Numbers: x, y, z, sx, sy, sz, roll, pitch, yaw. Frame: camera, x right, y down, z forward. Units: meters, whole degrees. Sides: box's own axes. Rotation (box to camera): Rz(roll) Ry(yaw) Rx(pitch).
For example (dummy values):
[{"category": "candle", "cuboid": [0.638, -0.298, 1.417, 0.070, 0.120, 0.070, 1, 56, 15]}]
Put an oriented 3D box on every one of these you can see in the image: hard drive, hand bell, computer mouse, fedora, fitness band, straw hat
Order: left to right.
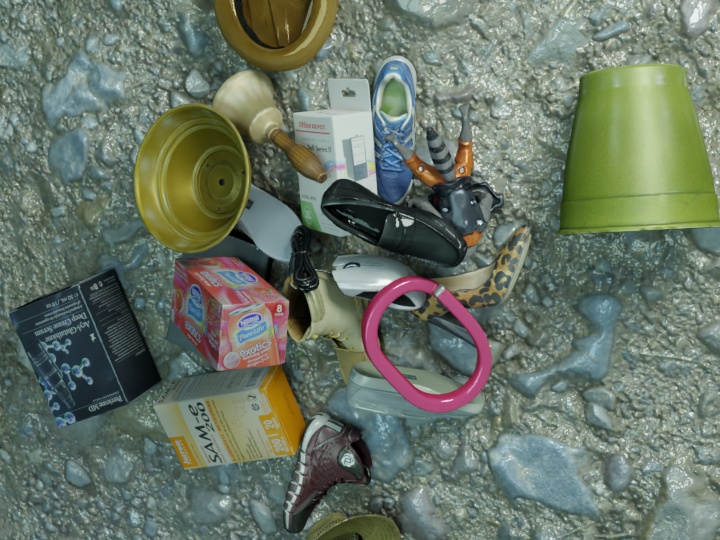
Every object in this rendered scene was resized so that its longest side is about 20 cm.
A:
[{"category": "hard drive", "cuboid": [-0.213, 0.035, 1.623, 0.138, 0.033, 0.203, 20, 109, 15]}, {"category": "hand bell", "cuboid": [-0.109, -0.177, 1.450, 0.200, 0.103, 0.105, 45, 117, 33]}, {"category": "fedora", "cuboid": [-0.105, -0.372, 1.453, 0.197, 0.082, 0.204, 3, 99, 20]}, {"category": "straw hat", "cuboid": [-0.041, 0.422, 1.624, 0.085, 0.199, 0.203, 48, 122, 48]}, {"category": "computer mouse", "cuboid": [0.000, 0.000, 1.442, 0.197, 0.111, 0.044, 13, 129, -11]}, {"category": "fitness band", "cuboid": [0.090, 0.101, 1.431, 0.143, 0.037, 0.200, -43, 109, 1]}]

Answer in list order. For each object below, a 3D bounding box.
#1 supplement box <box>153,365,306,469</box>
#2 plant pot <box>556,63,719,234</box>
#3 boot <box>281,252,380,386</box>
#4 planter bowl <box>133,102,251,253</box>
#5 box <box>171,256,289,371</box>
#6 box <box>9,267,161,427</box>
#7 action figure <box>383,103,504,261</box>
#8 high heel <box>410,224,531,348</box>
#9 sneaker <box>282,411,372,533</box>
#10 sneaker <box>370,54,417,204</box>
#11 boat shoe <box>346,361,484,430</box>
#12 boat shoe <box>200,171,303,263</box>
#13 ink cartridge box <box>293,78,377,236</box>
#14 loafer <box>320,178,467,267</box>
[{"category": "supplement box", "cuboid": [-0.197, 0.223, 1.627, 0.197, 0.074, 0.128, -12, 116, 22]}, {"category": "plant pot", "cuboid": [0.336, -0.145, 1.304, 0.197, 0.200, 0.197, -2, 91, 20]}, {"category": "boot", "cuboid": [-0.042, 0.089, 1.502, 0.072, 0.155, 0.204, 2, 103, 34]}, {"category": "planter bowl", "cuboid": [-0.213, -0.125, 1.482, 0.198, 0.083, 0.204, 0, 91, 30]}, {"category": "box", "cuboid": [-0.184, 0.055, 1.488, 0.200, 0.101, 0.096, 35, 122, 56]}, {"category": "box", "cuboid": [-0.432, 0.121, 1.685, 0.147, 0.107, 0.203, -20, 97, 23]}, {"category": "action figure", "cuboid": [0.094, -0.094, 1.399, 0.197, 0.105, 0.196, -23, 105, -4]}, {"category": "high heel", "cuboid": [0.141, -0.001, 1.462, 0.141, 0.071, 0.202, 29, 118, 8]}, {"category": "sneaker", "cuboid": [-0.045, 0.322, 1.613, 0.114, 0.076, 0.203, 18, 108, 12]}, {"category": "sneaker", "cuboid": [0.039, -0.185, 1.446, 0.074, 0.077, 0.204, 1, 106, 7]}, {"category": "boat shoe", "cuboid": [0.074, 0.184, 1.513, 0.197, 0.070, 0.073, 13, 110, -9]}, {"category": "boat shoe", "cuboid": [-0.142, -0.072, 1.545, 0.201, 0.086, 0.075, 35, 90, 23]}, {"category": "ink cartridge box", "cuboid": [-0.036, -0.157, 1.461, 0.117, 0.066, 0.204, 15, 113, 57]}, {"category": "loafer", "cuboid": [0.040, -0.052, 1.365, 0.198, 0.071, 0.069, 25, 123, 4]}]
